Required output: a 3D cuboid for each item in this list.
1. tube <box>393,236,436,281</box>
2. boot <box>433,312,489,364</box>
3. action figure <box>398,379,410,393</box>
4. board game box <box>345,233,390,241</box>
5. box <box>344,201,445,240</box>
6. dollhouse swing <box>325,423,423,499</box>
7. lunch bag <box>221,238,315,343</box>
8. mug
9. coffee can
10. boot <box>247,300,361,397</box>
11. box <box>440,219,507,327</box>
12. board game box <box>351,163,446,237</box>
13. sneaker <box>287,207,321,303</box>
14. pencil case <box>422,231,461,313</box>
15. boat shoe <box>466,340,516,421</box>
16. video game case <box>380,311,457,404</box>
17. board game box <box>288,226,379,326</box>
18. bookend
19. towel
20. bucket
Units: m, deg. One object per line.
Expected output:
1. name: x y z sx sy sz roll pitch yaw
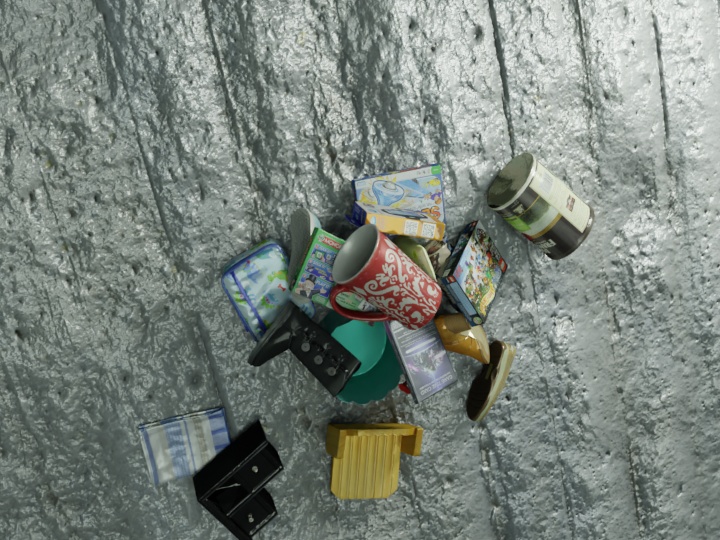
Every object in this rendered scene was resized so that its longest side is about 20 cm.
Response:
1. tube: 0.115 -0.033 1.668 0.057 0.200 0.053 21 97 -18
2. boot: 0.209 0.164 1.810 0.141 0.072 0.202 -15 139 23
3. action figure: 0.142 0.230 1.763 0.051 0.199 0.067 19 102 18
4. board game box: 0.000 0.000 1.678 0.197 0.039 0.161 -21 137 -33
5. box: 0.067 -0.106 1.642 0.195 0.119 0.043 9 103 -16
6. dollhouse swing: 0.027 0.446 1.799 0.194 0.181 0.181 3 84 -15
7. lunch bag: -0.199 0.051 1.679 0.158 0.083 0.203 -28 108 -2
8. mug: 0.044 0.026 1.562 0.198 0.176 0.136 36 50 -27
9. coffee can: 0.399 -0.142 1.739 0.198 0.146 0.148 36 94 -19
10. boot: -0.116 0.188 1.619 0.199 0.066 0.166 39 101 2
11. box: 0.254 0.004 1.729 0.037 0.201 0.138 -19 117 39
12. board game box: 0.086 -0.148 1.718 0.195 0.034 0.139 -12 107 -10
13. sneaker: -0.103 -0.025 1.647 0.081 0.072 0.206 26 61 -55
14. pencil case: 0.213 0.013 1.769 0.089 0.077 0.201 -44 111 -16
15. boat shoe: 0.322 0.271 1.874 0.075 0.071 0.204 16 102 -33
16. video game case: 0.126 0.165 1.678 0.141 0.019 0.205 -17 84 -46
17. board game box: -0.033 0.015 1.591 0.197 0.029 0.137 25 90 -24
18. bookend: -0.239 0.486 1.767 0.198 0.092 0.201 -39 117 -3
19. towel: -0.387 0.393 1.752 0.195 0.024 0.151 -12 108 -11
20. bucket: -0.006 0.178 1.729 0.201 0.135 0.213 -3 105 -12
